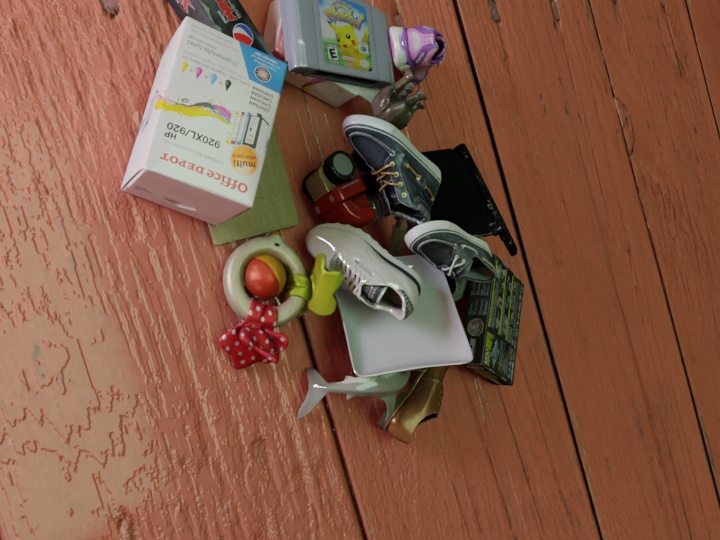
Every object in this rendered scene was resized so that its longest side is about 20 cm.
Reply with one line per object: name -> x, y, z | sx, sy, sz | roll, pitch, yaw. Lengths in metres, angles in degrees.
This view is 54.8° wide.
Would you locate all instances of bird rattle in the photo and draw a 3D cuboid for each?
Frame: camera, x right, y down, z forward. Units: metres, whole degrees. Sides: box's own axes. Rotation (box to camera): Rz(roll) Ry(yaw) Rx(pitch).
bird rattle -> -0.133, 0.037, 1.002 | 0.199, 0.112, 0.165 | -35, 93, -24

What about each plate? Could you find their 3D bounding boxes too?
plate -> 0.058, 0.070, 1.085 | 0.195, 0.033, 0.203 | -4, 58, -20

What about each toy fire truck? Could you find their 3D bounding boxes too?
toy fire truck -> 0.016, -0.094, 1.119 | 0.175, 0.128, 0.203 | -29, 91, -37

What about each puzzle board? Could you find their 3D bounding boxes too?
puzzle board -> -0.178, -0.150, 1.023 | 0.149, 0.017, 0.204 | -17, 93, -38

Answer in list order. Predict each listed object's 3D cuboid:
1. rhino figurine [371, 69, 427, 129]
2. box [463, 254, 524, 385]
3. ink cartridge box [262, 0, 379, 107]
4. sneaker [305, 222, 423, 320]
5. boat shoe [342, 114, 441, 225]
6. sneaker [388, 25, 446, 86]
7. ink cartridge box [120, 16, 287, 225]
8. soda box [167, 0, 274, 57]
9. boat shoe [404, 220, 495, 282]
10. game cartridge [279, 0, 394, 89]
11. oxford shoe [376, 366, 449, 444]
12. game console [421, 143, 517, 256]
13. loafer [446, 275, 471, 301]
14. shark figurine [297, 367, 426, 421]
rhino figurine -> 0.059, -0.263, 1.148 | 0.087, 0.200, 0.060 | -38, 88, 3
box -> 0.245, 0.093, 1.273 | 0.160, 0.044, 0.204 | 33, 62, -51
ink cartridge box -> -0.058, -0.346, 1.119 | 0.198, 0.067, 0.119 | 21, 70, -33
sneaker -> 0.000, 0.000, 1.037 | 0.197, 0.077, 0.081 | 29, 38, 5
boat shoe -> 0.047, -0.147, 1.037 | 0.199, 0.070, 0.093 | 29, 63, -35
sneaker -> 0.108, -0.372, 1.197 | 0.200, 0.087, 0.082 | -21, 100, -77
ink cartridge box -> -0.204, -0.184, 0.907 | 0.145, 0.144, 0.204 | 18, 76, -26
soda box -> -0.206, -0.356, 0.998 | 0.063, 0.070, 0.202 | -45, 111, -35
boat shoe -> 0.151, -0.022, 1.119 | 0.198, 0.071, 0.069 | 19, 42, -45
game cartridge -> -0.032, -0.361, 1.078 | 0.197, 0.040, 0.136 | -3, 80, -39
oxford shoe -> 0.112, 0.203, 1.149 | 0.071, 0.072, 0.200 | 35, 63, 14
game console -> 0.181, -0.116, 1.252 | 0.176, 0.115, 0.203 | 44, 23, -56
loafer -> 0.150, 0.029, 1.221 | 0.198, 0.069, 0.071 | -16, 94, -39
shark figurine -> 0.018, 0.188, 1.061 | 0.212, 0.127, 0.092 | -9, 100, -38
